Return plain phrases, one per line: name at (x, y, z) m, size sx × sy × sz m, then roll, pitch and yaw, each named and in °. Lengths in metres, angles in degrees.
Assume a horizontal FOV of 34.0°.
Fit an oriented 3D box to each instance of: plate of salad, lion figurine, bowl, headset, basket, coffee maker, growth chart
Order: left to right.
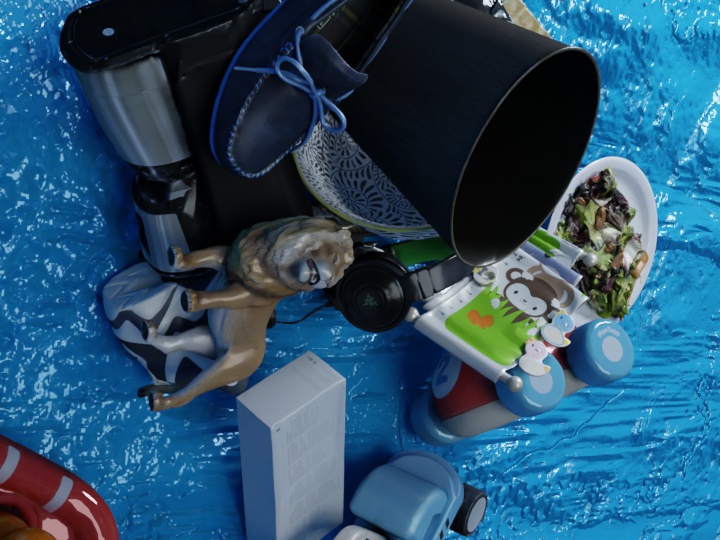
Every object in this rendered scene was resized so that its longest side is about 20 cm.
coffee maker at (-0.098, -0.109, 0.868) m, size 0.135 × 0.192 × 0.200 m, roll -84°, pitch 163°, yaw -49°
lion figurine at (-0.090, 0.033, 0.875) m, size 0.122 × 0.072 × 0.200 m, roll -5°, pitch 147°, yaw -32°
headset at (0.000, 0.000, 1.035) m, size 0.200 × 0.124 × 0.094 m, roll -21°, pitch 105°, yaw -9°
bowl at (0.046, -0.097, 1.001) m, size 0.201 × 0.201 × 0.094 m, roll -52°, pitch 158°, yaw -19°
basket at (0.055, -0.129, 0.885) m, size 0.136 × 0.200 × 0.180 m, roll -16°, pitch 134°, yaw -39°
growth chart at (0.135, 0.020, 1.079) m, size 0.200 × 0.145 × 0.018 m, roll -49°, pitch 156°, yaw -38°
plate of salad at (0.276, -0.026, 1.308) m, size 0.200 × 0.048 × 0.200 m, roll -12°, pitch 109°, yaw -38°

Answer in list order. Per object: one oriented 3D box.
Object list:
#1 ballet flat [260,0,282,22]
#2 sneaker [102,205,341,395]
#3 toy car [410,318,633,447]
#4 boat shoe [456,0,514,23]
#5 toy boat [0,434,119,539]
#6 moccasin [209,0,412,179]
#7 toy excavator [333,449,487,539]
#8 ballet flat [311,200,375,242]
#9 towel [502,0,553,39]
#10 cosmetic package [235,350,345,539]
ballet flat at (-0.086, -0.221, 0.932) m, size 0.046 × 0.067 × 0.200 m, roll -68°, pitch 150°, yaw -68°
sneaker at (-0.098, 0.034, 0.964) m, size 0.199 × 0.079 × 0.130 m, roll -28°, pitch 126°, yaw -19°
toy car at (0.126, 0.047, 1.148) m, size 0.177 × 0.184 × 0.200 m, roll -18°, pitch 81°, yaw -33°
boat shoe at (0.108, -0.202, 1.030) m, size 0.072 × 0.068 × 0.200 m, roll -24°, pitch 112°, yaw -19°
toy boat at (-0.255, 0.198, 0.846) m, size 0.200 × 0.131 × 0.131 m, roll 40°, pitch 75°, yaw -40°
moccasin at (-0.029, -0.146, 0.781) m, size 0.080 × 0.068 × 0.200 m, roll 27°, pitch 97°, yaw -44°
toy excavator at (0.014, 0.243, 1.073) m, size 0.195 × 0.100 × 0.200 m, roll -61°, pitch 150°, yaw -14°
ballet flat at (0.031, -0.056, 1.080) m, size 0.200 × 0.067 × 0.046 m, roll -9°, pitch 99°, yaw -34°
towel at (0.103, -0.192, 1.081) m, size 0.200 × 0.022 × 0.147 m, roll 42°, pitch 83°, yaw -27°
cosmetic package at (-0.059, 0.167, 1.020) m, size 0.083 × 0.051 × 0.200 m, roll -33°, pitch 143°, yaw -33°
